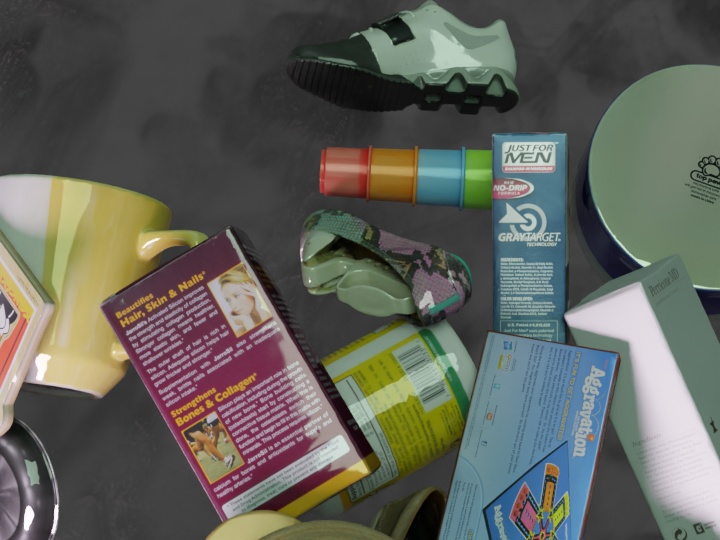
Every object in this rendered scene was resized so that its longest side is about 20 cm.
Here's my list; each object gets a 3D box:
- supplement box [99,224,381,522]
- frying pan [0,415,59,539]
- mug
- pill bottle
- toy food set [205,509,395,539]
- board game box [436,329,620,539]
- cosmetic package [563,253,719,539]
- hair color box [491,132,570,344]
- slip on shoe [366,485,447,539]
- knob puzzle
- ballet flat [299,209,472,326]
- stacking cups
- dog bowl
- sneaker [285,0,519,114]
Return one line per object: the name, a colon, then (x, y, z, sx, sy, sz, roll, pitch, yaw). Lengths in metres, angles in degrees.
supplement box: (-0.083, 0.082, 1.228, 0.110, 0.086, 0.201, -31, 85, 3)
frying pan: (-0.277, 0.129, 1.309, 0.031, 0.114, 0.192, -11, 93, -49)
mug: (-0.220, 0.016, 1.330, 0.148, 0.186, 0.155, 14, 77, -32)
pill bottle: (-0.009, 0.120, 1.327, 0.199, 0.113, 0.113, -28, 74, -11)
toy food set: (-0.028, 0.267, 1.150, 0.198, 0.049, 0.200, 12, 77, -15)
board game box: (0.119, 0.147, 1.248, 0.102, 0.019, 0.202, 9, 70, 18)
cosmetic package: (0.240, 0.100, 1.313, 0.071, 0.101, 0.201, -24, 91, 31)
hair color box: (0.134, -0.004, 1.347, 0.060, 0.100, 0.202, 0, 91, 7)
slip on shoe: (0.032, 0.237, 1.262, 0.076, 0.061, 0.201, 40, 31, -13)
knob puzzle: (-0.319, 0.057, 1.318, 0.030, 0.219, 0.222, 6, 64, -44)
ballet flat: (0.000, 0.000, 1.341, 0.071, 0.070, 0.199, -30, 31, -32)
stacking cups: (0.065, -0.078, 1.423, 0.198, 0.061, 0.061, 3, 71, -1)
dog bowl: (0.277, -0.064, 1.418, 0.198, 0.079, 0.202, 1, 71, -2)
sneaker: (0.034, -0.185, 1.457, 0.198, 0.074, 0.089, 3, 71, -11)
